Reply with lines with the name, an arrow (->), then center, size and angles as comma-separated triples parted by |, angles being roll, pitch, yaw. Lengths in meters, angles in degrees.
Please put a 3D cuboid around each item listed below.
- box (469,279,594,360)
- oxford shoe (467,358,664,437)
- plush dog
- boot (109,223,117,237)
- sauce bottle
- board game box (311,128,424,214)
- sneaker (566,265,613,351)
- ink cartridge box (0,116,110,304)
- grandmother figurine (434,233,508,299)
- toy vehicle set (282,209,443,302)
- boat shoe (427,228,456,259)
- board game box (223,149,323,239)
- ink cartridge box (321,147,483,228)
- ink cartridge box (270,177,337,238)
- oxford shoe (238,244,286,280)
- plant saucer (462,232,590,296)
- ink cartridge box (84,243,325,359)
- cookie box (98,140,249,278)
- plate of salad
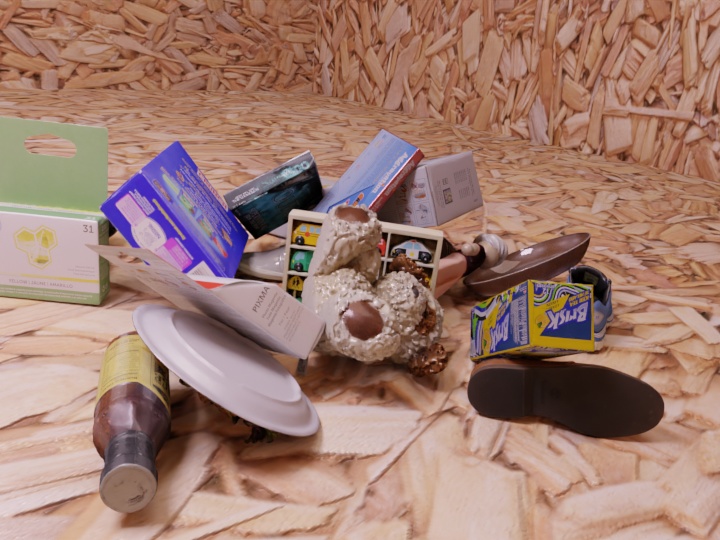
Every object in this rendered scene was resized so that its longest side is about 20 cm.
box -> 0.175, 0.060, 0.755 | 0.068, 0.066, 0.200 | 5, -10, -6
oxford shoe -> 0.209, 0.119, 0.730 | 0.194, 0.074, 0.071 | 9, 14, 9
plush dog -> 0.019, 0.051, 0.797 | 0.168, 0.162, 0.204 | 15, 43, -23
boot -> -0.440, -0.055, 0.971 | 0.197, 0.076, 0.154 | 3, 22, -15
sauce bottle -> -0.189, 0.120, 0.587 | 0.064, 0.068, 0.201 | 1, 23, -17
board game box -> -0.006, -0.099, 0.963 | 0.019, 0.201, 0.103 | 41, 0, -36
sneaker -> 0.318, 0.035, 0.974 | 0.076, 0.092, 0.200 | 13, 20, 15
ink cartridge box -> -0.371, -0.069, 0.834 | 0.141, 0.206, 0.048 | 5, 19, -3
grandmother figurine -> 0.135, -0.003, 1.004 | 0.197, 0.062, 0.121 | -22, -4, -33
toy vehicle set -> 0.000, 0.000, 0.899 | 0.194, 0.128, 0.027 | 8, 18, 3
boat shoe -> 0.088, -0.037, 1.141 | 0.071, 0.074, 0.200 | 19, 8, -26
board game box -> -0.118, -0.106, 1.038 | 0.133, 0.029, 0.200 | -28, -8, -2
ink cartridge box -> 0.074, -0.113, 1.054 | 0.196, 0.086, 0.174 | -6, 12, 41
ink cartridge box -> -0.071, -0.103, 1.229 | 0.195, 0.087, 0.144 | 15, 21, 24
oxford shoe -> -0.088, -0.019, 1.028 | 0.194, 0.059, 0.075 | 2, 21, -11
plant saucer -> 0.245, -0.005, 1.037 | 0.195, 0.033, 0.200 | -21, 4, 1
ink cartridge box -> -0.152, 0.014, 0.699 | 0.160, 0.058, 0.200 | 5, -33, 49
cookie box -> -0.229, -0.061, 0.915 | 0.074, 0.173, 0.201 | -33, 17, 10
plate of salad -> -0.124, 0.096, 0.646 | 0.198, 0.049, 0.200 | 35, 4, -3
